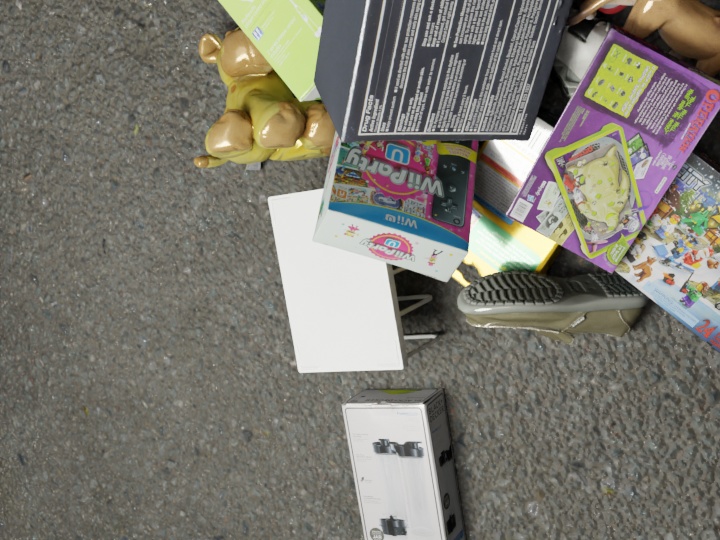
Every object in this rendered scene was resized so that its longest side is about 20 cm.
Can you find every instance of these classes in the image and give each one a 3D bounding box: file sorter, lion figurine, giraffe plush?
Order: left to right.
[{"bbox_3d":[-0.115,-0.211,1.115,0.200,0.171,0.164,172,93,-65],"label":"giraffe plush"},{"bbox_3d":[0.000,0.000,1.094,0.138,0.124,0.202,-5,99,31],"label":"file sorter"},{"bbox_3d":[0.294,-0.222,0.867,0.122,0.198,0.073,145,132,-59],"label":"lion figurine"}]

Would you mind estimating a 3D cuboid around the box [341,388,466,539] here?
[{"bbox_3d":[0.054,0.246,1.159,0.116,0.060,0.202,-6,99,30],"label":"box"}]

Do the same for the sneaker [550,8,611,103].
[{"bbox_3d":[0.224,-0.222,0.956,0.088,0.074,0.201,-32,78,9],"label":"sneaker"}]

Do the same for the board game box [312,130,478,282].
[{"bbox_3d":[0.042,-0.105,0.977,0.146,0.202,0.064,16,148,-11],"label":"board game box"}]

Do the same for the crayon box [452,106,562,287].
[{"bbox_3d":[0.166,-0.067,1.028,0.125,0.051,0.201,38,116,16],"label":"crayon box"}]

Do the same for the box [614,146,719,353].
[{"bbox_3d":[0.319,-0.031,0.930,0.199,0.038,0.137,37,118,0],"label":"box"}]

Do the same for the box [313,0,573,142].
[{"bbox_3d":[0.073,-0.233,0.887,0.124,0.196,0.201,-115,29,-46],"label":"box"}]

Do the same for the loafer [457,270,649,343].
[{"bbox_3d":[0.197,0.046,0.988,0.198,0.075,0.070,0,118,-4],"label":"loafer"}]

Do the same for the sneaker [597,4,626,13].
[{"bbox_3d":[0.247,-0.346,0.918,0.071,0.112,0.202,10,76,29],"label":"sneaker"}]

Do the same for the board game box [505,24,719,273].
[{"bbox_3d":[0.233,-0.108,0.887,0.119,0.032,0.201,31,118,6],"label":"board game box"}]

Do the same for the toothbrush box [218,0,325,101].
[{"bbox_3d":[-0.064,-0.289,1.051,0.086,0.145,0.201,-43,80,30],"label":"toothbrush box"}]
